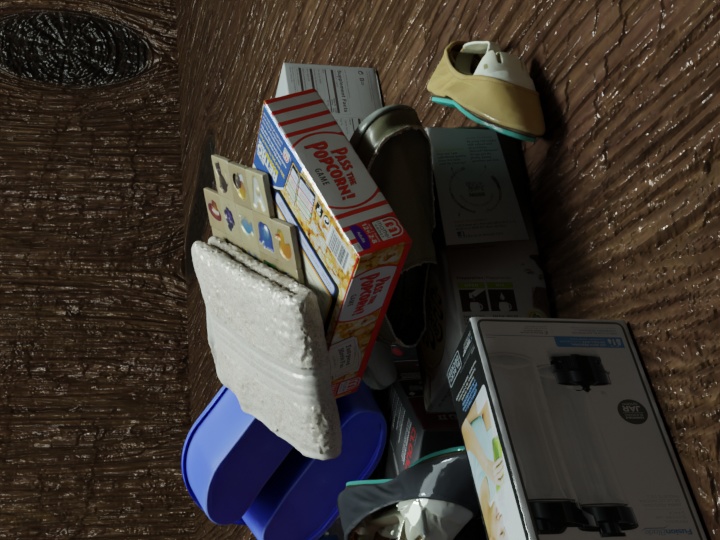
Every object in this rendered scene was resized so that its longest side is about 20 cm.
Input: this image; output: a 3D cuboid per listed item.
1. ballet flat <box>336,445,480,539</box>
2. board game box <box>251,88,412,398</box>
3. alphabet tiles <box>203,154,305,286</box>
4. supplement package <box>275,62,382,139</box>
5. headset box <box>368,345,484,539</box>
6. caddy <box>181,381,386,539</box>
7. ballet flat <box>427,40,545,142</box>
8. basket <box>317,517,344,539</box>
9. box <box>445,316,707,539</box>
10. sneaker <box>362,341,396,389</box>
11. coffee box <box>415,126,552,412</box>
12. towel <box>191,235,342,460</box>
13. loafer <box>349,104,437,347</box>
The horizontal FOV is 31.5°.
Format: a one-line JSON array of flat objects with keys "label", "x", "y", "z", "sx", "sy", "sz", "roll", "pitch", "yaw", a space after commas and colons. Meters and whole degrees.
[{"label": "ballet flat", "x": 0.045, "y": 0.189, "z": 1.000, "sx": 0.200, "sy": 0.073, "sz": 0.074, "roll": -28, "pitch": 61, "yaw": 52}, {"label": "board game box", "x": -0.036, "y": -0.013, "z": 0.972, "sx": 0.152, "sy": 0.046, "sz": 0.200, "roll": 59, "pitch": 152, "yaw": 27}, {"label": "alphabet tiles", "x": -0.079, "y": 0.012, "z": 1.013, "sx": 0.166, "sy": 0.006, "sz": 0.201, "roll": 25, "pitch": 128, "yaw": 59}, {"label": "supplement package", "x": -0.045, "y": -0.110, "z": 1.466, "sx": 0.200, "sy": 0.110, "sz": 0.157, "roll": 109, "pitch": 157, "yaw": -52}, {"label": "headset box", "x": 0.058, "y": 0.163, "z": 1.138, "sx": 0.200, "sy": 0.074, "sz": 0.150, "roll": -118, "pitch": 32, "yaw": -61}, {"label": "caddy", "x": -0.069, "y": 0.153, "z": 1.144, "sx": 0.200, "sy": 0.141, "sz": 0.105, "roll": -52, "pitch": 28, "yaw": 5}, {"label": "ballet flat", "x": 0.099, "y": -0.150, "z": 1.017, "sx": 0.200, "sy": 0.068, "sz": 0.063, "roll": -134, "pitch": 60, "yaw": -68}, {"label": "basket", "x": -0.025, "y": 0.322, "z": 1.180, "sx": 0.139, "sy": 0.199, "sz": 0.177, "roll": -124, "pitch": 23, "yaw": -63}, {"label": "box", "x": 0.132, "y": 0.125, "z": 0.784, "sx": 0.060, "sy": 0.116, "sz": 0.201, "roll": 110, "pitch": 157, "yaw": -46}, {"label": "sneaker", "x": 0.000, "y": 0.000, "z": 1.066, "sx": 0.074, "sy": 0.087, "sz": 0.201, "roll": 171, "pitch": 82, "yaw": -73}, {"label": "coffee box", "x": 0.088, "y": -0.002, "z": 1.019, "sx": 0.113, "sy": 0.079, "sz": 0.201, "roll": 114, "pitch": 152, "yaw": -58}, {"label": "towel", "x": -0.077, "y": 0.055, "z": 0.989, "sx": 0.200, "sy": 0.034, "sz": 0.133, "roll": 25, "pitch": 129, "yaw": 58}, {"label": "loafer", "x": 0.032, "y": -0.028, "z": 0.965, "sx": 0.070, "sy": 0.075, "sz": 0.201, "roll": 36, "pitch": 137, "yaw": 46}]
